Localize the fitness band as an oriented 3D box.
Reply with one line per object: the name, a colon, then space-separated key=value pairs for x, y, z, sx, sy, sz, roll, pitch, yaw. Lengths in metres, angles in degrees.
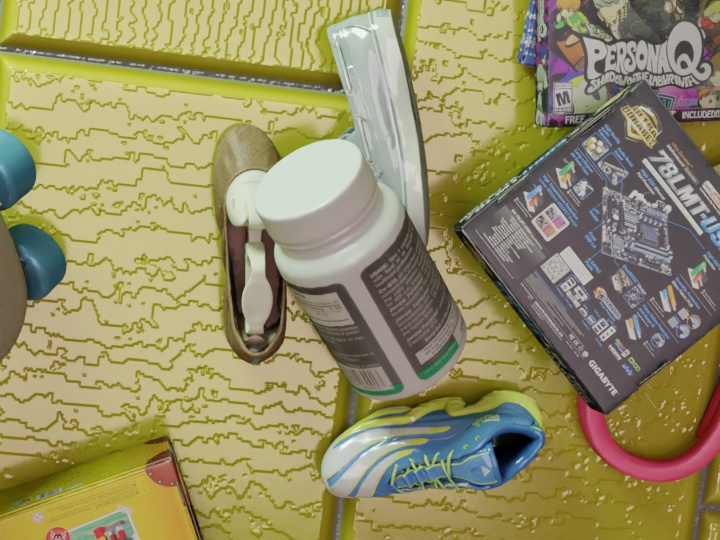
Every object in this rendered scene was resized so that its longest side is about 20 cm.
fitness band: x=0.274 y=0.088 z=1.447 sx=0.143 sy=0.037 sz=0.201 roll=20 pitch=94 yaw=-9

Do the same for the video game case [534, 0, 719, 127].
video game case: x=0.245 y=-0.215 z=1.376 sx=0.199 sy=0.036 sz=0.182 roll=-3 pitch=101 yaw=-12

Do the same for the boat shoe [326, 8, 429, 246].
boat shoe: x=0.014 y=-0.114 z=1.360 sx=0.071 sy=0.070 sz=0.202 roll=-10 pitch=100 yaw=8

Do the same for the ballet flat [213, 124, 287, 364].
ballet flat: x=-0.088 y=-0.019 z=1.348 sx=0.068 sy=0.072 sz=0.201 roll=0 pitch=98 yaw=-8

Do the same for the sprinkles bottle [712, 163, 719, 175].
sprinkles bottle: x=0.258 y=-0.035 z=1.406 sx=0.199 sy=0.068 sz=0.068 roll=-23 pitch=102 yaw=-5

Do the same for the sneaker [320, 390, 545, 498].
sneaker: x=0.066 y=0.152 z=1.383 sx=0.199 sy=0.105 sz=0.076 roll=-19 pitch=101 yaw=-7

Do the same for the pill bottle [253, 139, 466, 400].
pill bottle: x=0.000 y=0.000 z=1.314 sx=0.113 sy=0.113 sz=0.200 roll=-32 pitch=124 yaw=-4

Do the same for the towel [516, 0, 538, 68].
towel: x=0.218 y=-0.261 z=1.392 sx=0.144 sy=0.024 sz=0.201 roll=9 pitch=98 yaw=-13

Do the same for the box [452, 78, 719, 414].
box: x=0.213 y=-0.019 z=1.342 sx=0.198 sy=0.050 sz=0.200 roll=-39 pitch=95 yaw=-5

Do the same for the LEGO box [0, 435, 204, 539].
LEGO box: x=-0.229 y=0.245 z=1.361 sx=0.199 sy=0.077 sz=0.149 roll=-18 pitch=101 yaw=-7

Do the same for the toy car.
toy car: x=-0.372 y=-0.011 z=1.280 sx=0.199 sy=0.184 sz=0.177 roll=10 pitch=130 yaw=29
